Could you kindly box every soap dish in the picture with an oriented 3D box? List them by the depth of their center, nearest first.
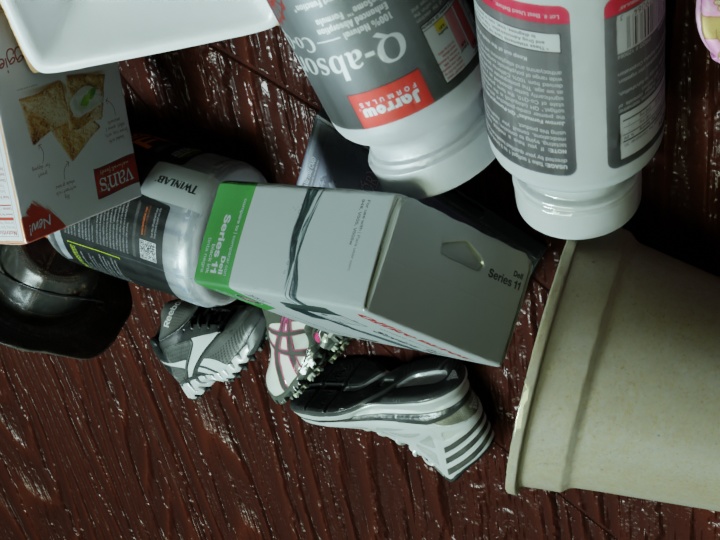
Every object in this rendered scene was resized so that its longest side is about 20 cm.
[{"bbox_3d":[-0.153,-0.224,0.972,0.198,0.082,0.158,-9,131,10],"label":"soap dish"}]

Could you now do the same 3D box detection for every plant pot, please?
[{"bbox_3d":[0.210,0.075,0.963,0.181,0.202,0.202,15,141,12],"label":"plant pot"}]

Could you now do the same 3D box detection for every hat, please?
[{"bbox_3d":[-0.282,-0.016,1.315,0.200,0.201,0.081,35,123,6],"label":"hat"}]

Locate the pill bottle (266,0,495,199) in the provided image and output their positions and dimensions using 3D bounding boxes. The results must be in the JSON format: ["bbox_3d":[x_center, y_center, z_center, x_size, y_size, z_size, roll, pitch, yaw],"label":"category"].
[{"bbox_3d":[0.015,-0.153,0.927,0.115,0.116,0.201,0,130,43],"label":"pill bottle"}]

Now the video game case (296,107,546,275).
[{"bbox_3d":[0.037,-0.028,1.134,0.199,0.019,0.143,33,145,8],"label":"video game case"}]

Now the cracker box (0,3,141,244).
[{"bbox_3d":[-0.239,-0.133,1.073,0.057,0.134,0.202,2,109,31],"label":"cracker box"}]

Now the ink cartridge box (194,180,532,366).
[{"bbox_3d":[0.000,0.000,1.036,0.146,0.084,0.199,23,170,-39],"label":"ink cartridge box"}]

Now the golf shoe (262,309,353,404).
[{"bbox_3d":[-0.049,0.043,1.247,0.088,0.077,0.200,42,144,5],"label":"golf shoe"}]

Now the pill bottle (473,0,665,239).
[{"bbox_3d":[0.126,-0.118,0.867,0.110,0.111,0.201,18,140,27],"label":"pill bottle"}]

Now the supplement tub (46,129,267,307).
[{"bbox_3d":[-0.181,-0.051,1.217,0.198,0.123,0.123,17,140,28],"label":"supplement tub"}]

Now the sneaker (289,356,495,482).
[{"bbox_3d":[0.031,0.141,1.278,0.199,0.076,0.116,-5,124,43],"label":"sneaker"}]

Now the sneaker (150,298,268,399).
[{"bbox_3d":[-0.144,0.060,1.357,0.090,0.067,0.200,42,148,-9],"label":"sneaker"}]

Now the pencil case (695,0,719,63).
[{"bbox_3d":[0.274,-0.139,0.734,0.198,0.083,0.087,6,133,38],"label":"pencil case"}]
